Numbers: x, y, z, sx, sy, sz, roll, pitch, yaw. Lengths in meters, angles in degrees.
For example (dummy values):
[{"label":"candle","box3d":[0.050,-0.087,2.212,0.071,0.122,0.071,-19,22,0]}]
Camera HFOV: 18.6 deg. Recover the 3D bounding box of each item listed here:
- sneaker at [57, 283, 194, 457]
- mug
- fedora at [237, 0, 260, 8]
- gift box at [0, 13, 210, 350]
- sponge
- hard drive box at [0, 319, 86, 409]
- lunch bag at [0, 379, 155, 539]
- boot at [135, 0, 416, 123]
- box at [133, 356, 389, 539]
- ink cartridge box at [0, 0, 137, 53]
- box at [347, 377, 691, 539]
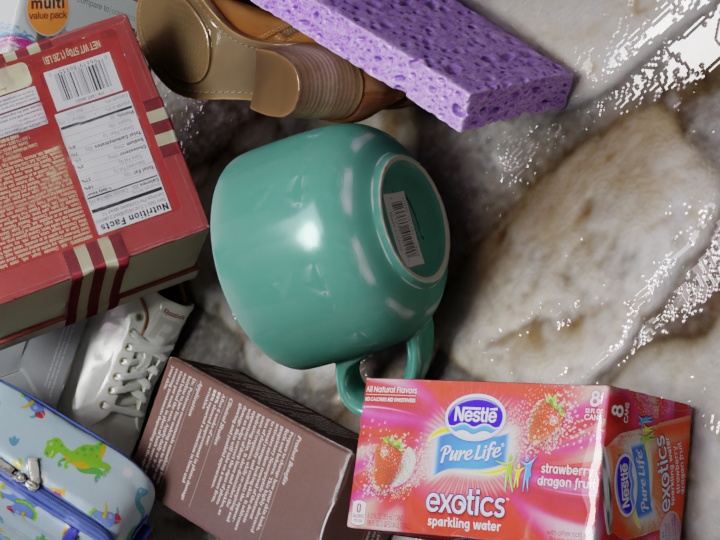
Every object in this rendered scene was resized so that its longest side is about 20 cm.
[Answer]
[{"label":"sneaker","box3d":[-0.172,0.057,1.649,0.084,0.072,0.202,-2,77,45]},{"label":"mug","box3d":[-0.001,-0.011,1.473,0.114,0.185,0.153,-17,46,31]},{"label":"fedora","box3d":[-0.040,-0.269,1.576,0.201,0.200,0.092,-49,19,23]},{"label":"gift box","box3d":[-0.207,-0.070,1.520,0.187,0.183,0.202,126,128,-74]},{"label":"sponge","box3d":[0.033,-0.157,1.462,0.199,0.111,0.030,35,124,31]},{"label":"hard drive box","box3d":[-0.279,0.029,1.697,0.200,0.076,0.157,-3,66,61]},{"label":"lunch bag","box3d":[-0.234,0.171,1.590,0.083,0.160,0.200,-57,1,-30]},{"label":"boot","box3d":[-0.048,-0.155,1.525,0.199,0.155,0.077,23,110,41]},{"label":"box","box3d":[-0.065,0.141,1.533,0.199,0.075,0.101,25,97,45]},{"label":"ink cartridge box","box3d":[-0.267,-0.158,1.737,0.144,0.145,0.202,10,87,43]},{"label":"box","box3d":[0.097,0.123,1.371,0.199,0.095,0.101,0,79,43]}]
